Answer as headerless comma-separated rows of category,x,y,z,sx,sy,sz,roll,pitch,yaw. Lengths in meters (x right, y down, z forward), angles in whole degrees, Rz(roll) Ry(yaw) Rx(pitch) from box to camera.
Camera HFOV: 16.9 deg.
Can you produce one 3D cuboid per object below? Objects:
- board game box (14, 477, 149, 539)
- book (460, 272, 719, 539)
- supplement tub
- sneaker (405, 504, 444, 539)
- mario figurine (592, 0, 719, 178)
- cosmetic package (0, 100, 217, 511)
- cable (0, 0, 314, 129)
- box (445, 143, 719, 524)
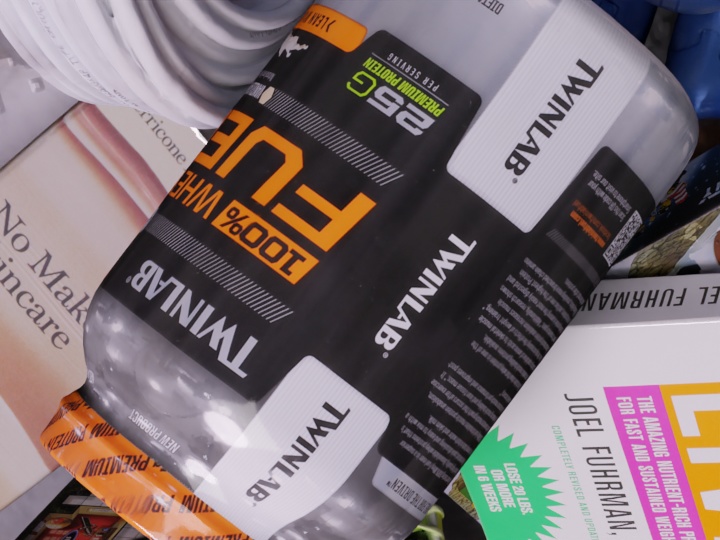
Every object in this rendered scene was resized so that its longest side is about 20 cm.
board game box,-0.049,0.080,0.854,0.104,0.200,0.024,5,112,16
book,0.131,0.057,0.795,0.199,0.048,0.134,-4,127,25
supplement tub,0.000,0.000,0.734,0.122,0.123,0.200,37,86,0
sneaker,0.009,0.126,0.879,0.200,0.075,0.077,31,109,49
mario figurine,0.101,-0.116,0.765,0.123,0.106,0.200,-3,127,-19
cosmetic package,-0.100,0.000,0.899,0.200,0.087,0.103,-38,96,28
cable,-0.061,-0.146,0.755,0.069,0.200,0.201,3,76,25
box,0.115,0.040,0.837,0.137,0.038,0.200,42,129,-20
